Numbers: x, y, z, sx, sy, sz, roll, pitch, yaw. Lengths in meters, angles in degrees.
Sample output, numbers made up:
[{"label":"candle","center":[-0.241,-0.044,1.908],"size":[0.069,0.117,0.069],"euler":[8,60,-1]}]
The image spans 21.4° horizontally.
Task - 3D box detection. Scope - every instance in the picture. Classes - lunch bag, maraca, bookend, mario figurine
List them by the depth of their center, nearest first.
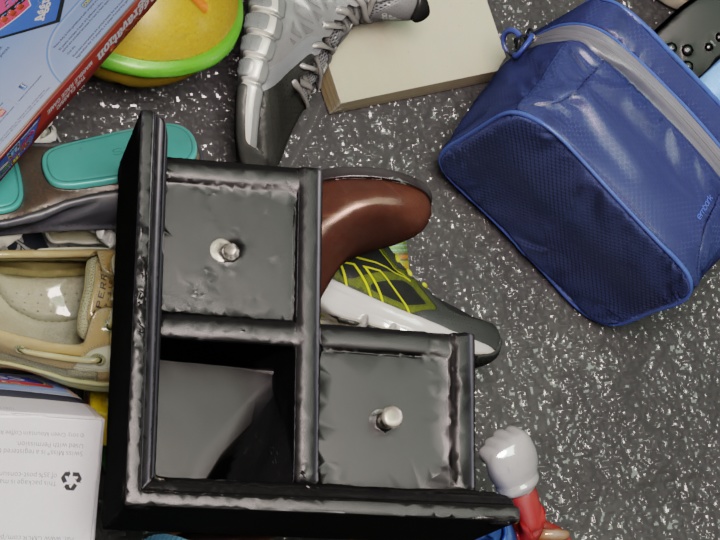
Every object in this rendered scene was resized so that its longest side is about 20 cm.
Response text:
[{"label":"bookend","center":[-0.027,0.035,0.983],"size":[0.199,0.092,0.200],"euler":[5,74,-14]},{"label":"mario figurine","center":[0.057,0.156,1.134],"size":[0.200,0.123,0.106],"euler":[34,51,-59]},{"label":"maraca","center":[-0.148,-0.192,1.180],"size":[0.137,0.107,0.200],"euler":[-6,52,-28]},{"label":"lunch bag","center":[0.159,-0.080,1.244],"size":[0.200,0.136,0.132],"euler":[46,63,-12]}]

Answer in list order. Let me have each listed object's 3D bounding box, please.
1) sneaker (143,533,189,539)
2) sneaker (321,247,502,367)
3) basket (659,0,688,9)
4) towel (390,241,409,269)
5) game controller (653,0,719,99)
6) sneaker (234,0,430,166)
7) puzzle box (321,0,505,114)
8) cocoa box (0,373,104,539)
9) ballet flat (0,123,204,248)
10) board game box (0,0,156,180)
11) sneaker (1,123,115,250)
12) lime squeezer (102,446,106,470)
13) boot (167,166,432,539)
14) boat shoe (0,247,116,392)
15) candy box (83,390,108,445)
[{"label":"sneaker","center":[-0.096,0.198,1.031],"size":[0.080,0.200,0.077],"euler":[14,61,-19]},{"label":"sneaker","center":[0.000,0.000,1.176],"size":[0.199,0.074,0.085],"euler":[22,72,-7]},{"label":"basket","center":[0.231,-0.265,1.336],"size":[0.199,0.136,0.124],"euler":[22,72,-15]},{"label":"towel","center":[-0.007,0.037,1.216],"size":[0.086,0.018,0.201],"euler":[-2,76,-17]},{"label":"game controller","center":[0.275,-0.097,1.339],"size":[0.104,0.042,0.200],"euler":[-42,94,9]},{"label":"sneaker","center":[-0.015,-0.151,1.206],"size":[0.115,0.075,0.201],"euler":[8,80,-1]},{"label":"puzzle box","center":[0.011,-0.213,1.289],"size":[0.133,0.025,0.201],"euler":[-13,80,-24]},{"label":"cocoa box","center":[-0.249,0.123,1.010],"size":[0.199,0.131,0.134],"euler":[5,95,-20]},{"label":"ballet flat","center":[-0.184,-0.039,1.055],"size":[0.199,0.073,0.073],"euler":[-5,76,-15]},{"label":"board game box","center":[-0.201,-0.117,1.035],"size":[0.103,0.019,0.200],"euler":[27,59,15]},{"label":"sneaker","center":[-0.202,-0.075,1.105],"size":[0.079,0.130,0.200],"euler":[-32,88,-25]},{"label":"lime squeezer","center":[-0.122,0.119,1.120],"size":[0.199,0.071,0.038],"euler":[16,94,14]},{"label":"boot","center":[-0.031,0.045,1.063],"size":[0.187,0.069,0.201],"euler":[-10,57,-9]},{"label":"boat shoe","center":[-0.167,0.019,1.037],"size":[0.200,0.063,0.073],"euler":[6,65,8]},{"label":"candy box","center":[-0.065,0.083,1.130],"size":[0.199,0.026,0.102],"euler":[12,29,-14]}]
